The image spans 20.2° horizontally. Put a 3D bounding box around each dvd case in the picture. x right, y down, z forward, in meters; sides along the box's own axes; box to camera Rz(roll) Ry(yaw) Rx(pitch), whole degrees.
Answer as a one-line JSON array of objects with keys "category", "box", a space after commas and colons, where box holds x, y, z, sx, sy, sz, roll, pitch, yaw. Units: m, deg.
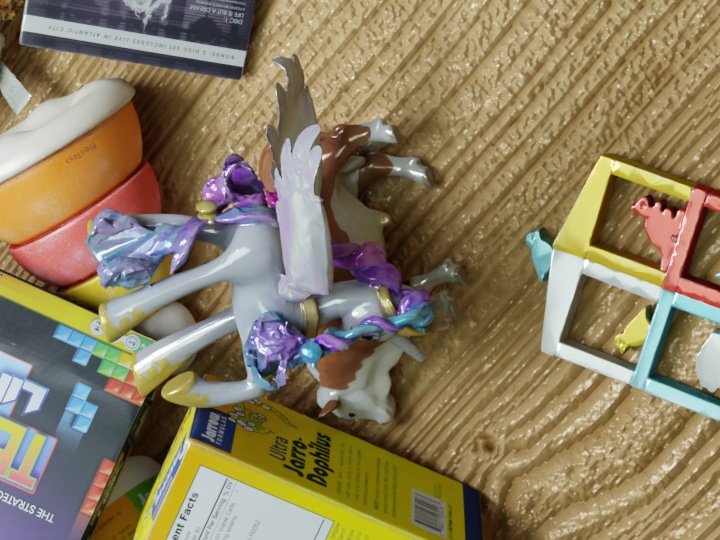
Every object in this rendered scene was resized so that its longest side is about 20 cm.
[{"category": "dvd case", "box": [-0.130, -0.230, 1.291, 0.148, 0.016, 0.201, 8, 108, -13]}]

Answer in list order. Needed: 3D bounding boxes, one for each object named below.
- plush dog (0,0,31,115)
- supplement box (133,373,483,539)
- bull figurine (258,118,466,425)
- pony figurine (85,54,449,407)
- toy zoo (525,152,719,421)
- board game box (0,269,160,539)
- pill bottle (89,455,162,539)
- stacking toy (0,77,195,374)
[{"category": "plush dog", "box": [-0.328, -0.154, 1.335, 0.160, 0.171, 0.201, -9, 95, 48]}, {"category": "supplement box", "box": [-0.034, 0.167, 1.269, 0.199, 0.110, 0.109, 24, 108, -7]}, {"category": "bull figurine", "box": [0.000, 0.000, 1.292, 0.121, 0.065, 0.201, -20, 92, 21]}, {"category": "pony figurine", "box": [-0.059, -0.009, 1.206, 0.199, 0.167, 0.194, -13, 118, 4]}, {"category": "toy zoo", "box": [0.193, 0.012, 1.231, 0.199, 0.020, 0.132, 22, 106, 19]}, {"category": "board game box", "box": [-0.243, 0.086, 1.294, 0.199, 0.057, 0.166, 23, 80, 2]}, {"category": "pill bottle", "box": [-0.153, 0.197, 1.362, 0.111, 0.111, 0.200, -44, 80, 23]}, {"category": "stacking toy", "box": [-0.173, -0.014, 1.347, 0.145, 0.146, 0.201, -23, 103, 25]}]
